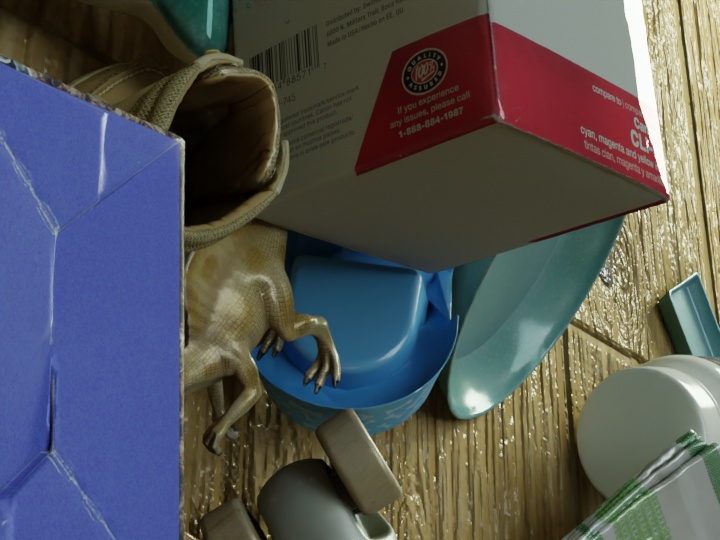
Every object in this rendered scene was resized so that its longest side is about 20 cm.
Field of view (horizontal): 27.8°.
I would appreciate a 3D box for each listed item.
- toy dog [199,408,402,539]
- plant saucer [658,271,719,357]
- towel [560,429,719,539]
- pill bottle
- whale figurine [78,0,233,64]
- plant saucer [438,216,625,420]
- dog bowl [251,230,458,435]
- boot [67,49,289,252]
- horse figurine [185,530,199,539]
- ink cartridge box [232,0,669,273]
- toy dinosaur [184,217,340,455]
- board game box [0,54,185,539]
[{"bbox_3d":[0.003,0.166,0.700,0.096,0.131,0.201,16,61,-88],"label":"toy dog"},{"bbox_3d":[0.292,0.104,1.180,0.070,0.019,0.201,-24,92,-55],"label":"plant saucer"},{"bbox_3d":[0.172,0.211,0.876,0.200,0.031,0.150,-35,102,-24],"label":"towel"},{"bbox_3d":[0.242,0.117,1.025,0.200,0.113,0.114,7,68,-52],"label":"pill bottle"},{"bbox_3d":[-0.124,-0.182,0.660,0.200,0.104,0.159,38,35,-13],"label":"whale figurine"},{"bbox_3d":[0.099,-0.004,0.876,0.036,0.201,0.200,32,27,24],"label":"plant saucer"},{"bbox_3d":[0.000,0.000,0.770,0.050,0.111,0.201,92,7,-53],"label":"dog bowl"},{"bbox_3d":[-0.091,-0.052,0.626,0.073,0.155,0.200,56,35,-17],"label":"boot"},{"bbox_3d":[-0.119,0.137,0.581,0.133,0.050,0.200,53,43,-4],"label":"horse figurine"},{"bbox_3d":[0.037,-0.122,0.676,0.144,0.145,0.201,15,64,-47],"label":"ink cartridge box"},{"bbox_3d":[-0.048,0.010,0.659,0.200,0.058,0.101,-64,143,-32],"label":"toy dinosaur"},{"bbox_3d":[-0.156,0.045,0.450,0.097,0.200,0.160,22,58,-46],"label":"board game box"}]
